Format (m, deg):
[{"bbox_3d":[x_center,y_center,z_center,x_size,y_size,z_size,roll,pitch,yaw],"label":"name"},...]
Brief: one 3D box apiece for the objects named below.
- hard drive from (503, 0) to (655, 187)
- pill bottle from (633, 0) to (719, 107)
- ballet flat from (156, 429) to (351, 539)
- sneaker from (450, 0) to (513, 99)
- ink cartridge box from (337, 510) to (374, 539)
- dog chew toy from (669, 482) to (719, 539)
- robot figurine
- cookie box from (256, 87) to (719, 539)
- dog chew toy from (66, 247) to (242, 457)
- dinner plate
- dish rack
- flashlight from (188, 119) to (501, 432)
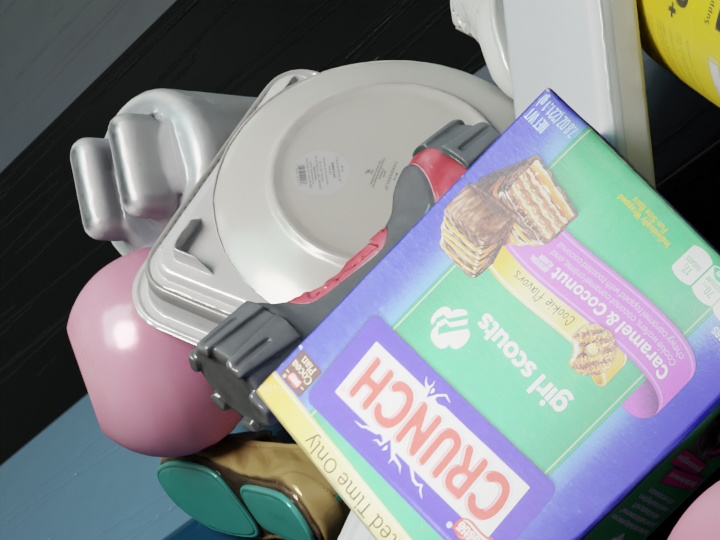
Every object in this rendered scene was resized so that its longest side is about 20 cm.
[{"bbox_3d":[0.109,-0.091,1.122,0.132,0.027,0.201,-177,81,-74],"label":"hard drive"},{"bbox_3d":[0.192,-0.134,1.065,0.112,0.112,0.200,-56,27,9],"label":"pill bottle"},{"bbox_3d":[-0.053,0.126,1.313,0.063,0.069,0.200,-40,22,-23],"label":"ballet flat"},{"bbox_3d":[0.096,-0.158,1.326,0.201,0.074,0.100,-90,20,-44],"label":"sneaker"},{"bbox_3d":[0.069,0.109,1.125,0.163,0.057,0.200,-64,18,-7],"label":"ink cartridge box"},{"bbox_3d":[0.157,0.175,0.808,0.124,0.124,0.201,-2,69,59],"label":"dog chew toy"},{"bbox_3d":[-0.087,-0.055,1.402,0.169,0.199,0.114,-21,74,42],"label":"robot figurine"},{"bbox_3d":[0.079,0.049,1.008,0.200,0.075,0.171,-46,60,7],"label":"cookie box"},{"bbox_3d":[-0.070,0.032,1.313,0.199,0.125,0.125,-19,29,-7],"label":"dog chew toy"},{"bbox_3d":[0.016,-0.049,1.226,0.024,0.199,0.201,84,-170,-51],"label":"dinner plate"},{"bbox_3d":[-0.020,-0.032,1.256,0.200,0.171,0.044,-57,-23,-32],"label":"dish rack"},{"bbox_3d":[0.000,0.000,1.128,0.200,0.068,0.068,-37,1,-24],"label":"flashlight"}]
